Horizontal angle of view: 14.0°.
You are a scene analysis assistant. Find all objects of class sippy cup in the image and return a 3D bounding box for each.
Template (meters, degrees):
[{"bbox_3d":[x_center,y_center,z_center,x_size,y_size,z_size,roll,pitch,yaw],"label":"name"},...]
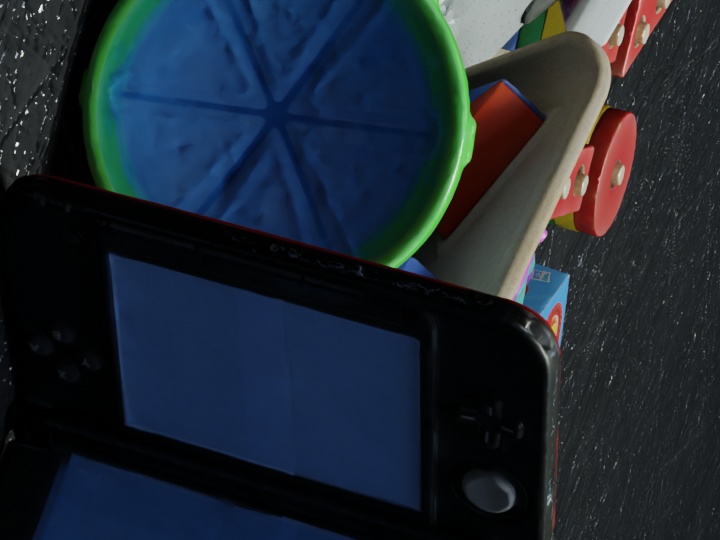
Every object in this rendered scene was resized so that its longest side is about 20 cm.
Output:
[{"bbox_3d":[-0.023,-0.054,1.070,0.130,0.177,0.140,-10,83,-83],"label":"sippy cup"}]

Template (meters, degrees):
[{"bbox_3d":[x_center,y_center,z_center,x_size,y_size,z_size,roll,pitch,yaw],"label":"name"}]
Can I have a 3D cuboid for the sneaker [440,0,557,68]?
[{"bbox_3d":[0.047,-0.146,1.220,0.115,0.075,0.200,-38,164,-9],"label":"sneaker"}]

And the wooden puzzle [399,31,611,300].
[{"bbox_3d":[0.000,0.000,1.171,0.046,0.185,0.200,37,59,-26],"label":"wooden puzzle"}]

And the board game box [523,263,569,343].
[{"bbox_3d":[0.042,0.121,1.536,0.196,0.056,0.200,-49,150,-54],"label":"board game box"}]

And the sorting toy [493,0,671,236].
[{"bbox_3d":[0.104,-0.104,1.510,0.199,0.069,0.201,-16,120,-71],"label":"sorting toy"}]

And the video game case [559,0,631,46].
[{"bbox_3d":[0.133,-0.225,1.296,0.182,0.024,0.200,-97,-149,-54],"label":"video game case"}]

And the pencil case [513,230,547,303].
[{"bbox_3d":[0.041,0.065,1.334,0.085,0.092,0.200,43,34,-39],"label":"pencil case"}]

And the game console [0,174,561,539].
[{"bbox_3d":[-0.046,0.084,0.976,0.173,0.199,0.119,88,23,-45],"label":"game console"}]
